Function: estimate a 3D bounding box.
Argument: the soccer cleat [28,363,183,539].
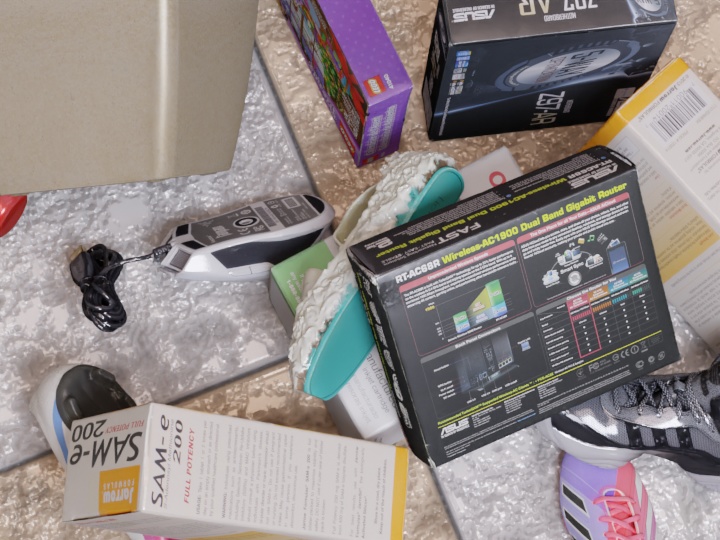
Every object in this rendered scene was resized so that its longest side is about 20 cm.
[{"bbox_3d":[-0.159,0.148,1.454,0.070,0.086,0.200,-43,103,-32],"label":"soccer cleat"}]

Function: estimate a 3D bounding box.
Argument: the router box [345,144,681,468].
[{"bbox_3d":[0.104,0.023,1.379,0.199,0.062,0.151,-22,115,-12],"label":"router box"}]

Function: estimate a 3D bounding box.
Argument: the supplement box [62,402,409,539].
[{"bbox_3d":[-0.084,0.143,1.375,0.199,0.126,0.074,13,74,-31],"label":"supplement box"}]

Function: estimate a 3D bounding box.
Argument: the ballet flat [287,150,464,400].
[{"bbox_3d":[0.000,0.000,1.416,0.072,0.072,0.200,33,74,6],"label":"ballet flat"}]

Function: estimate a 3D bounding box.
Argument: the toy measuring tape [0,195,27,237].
[{"bbox_3d":[-0.301,-0.027,1.487,0.073,0.074,0.200,33,76,7],"label":"toy measuring tape"}]

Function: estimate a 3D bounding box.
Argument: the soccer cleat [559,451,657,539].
[{"bbox_3d":[0.184,0.210,1.439,0.066,0.077,0.201,-7,76,-4],"label":"soccer cleat"}]

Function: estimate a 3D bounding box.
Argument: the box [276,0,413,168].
[{"bbox_3d":[-0.024,-0.189,1.508,0.039,0.137,0.201,-24,77,-9],"label":"box"}]

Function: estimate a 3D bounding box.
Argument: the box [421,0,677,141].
[{"bbox_3d":[0.130,-0.153,1.472,0.159,0.200,0.044,-6,75,-5],"label":"box"}]

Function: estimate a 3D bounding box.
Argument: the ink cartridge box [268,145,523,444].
[{"bbox_3d":[0.053,0.024,1.480,0.199,0.088,0.146,-26,77,-11],"label":"ink cartridge box"}]

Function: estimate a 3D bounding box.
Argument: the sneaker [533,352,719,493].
[{"bbox_3d":[0.221,0.088,1.436,0.199,0.114,0.076,16,49,-12],"label":"sneaker"}]

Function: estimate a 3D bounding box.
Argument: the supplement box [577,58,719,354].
[{"bbox_3d":[0.249,-0.037,1.462,0.073,0.126,0.200,-41,87,-24],"label":"supplement box"}]

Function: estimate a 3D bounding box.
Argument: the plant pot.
[{"bbox_3d":[-0.183,-0.148,1.450,0.199,0.200,0.178,-5,93,16],"label":"plant pot"}]

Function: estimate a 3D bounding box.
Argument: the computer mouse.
[{"bbox_3d":[-0.111,-0.007,1.488,0.199,0.110,0.044,-15,113,-12],"label":"computer mouse"}]
